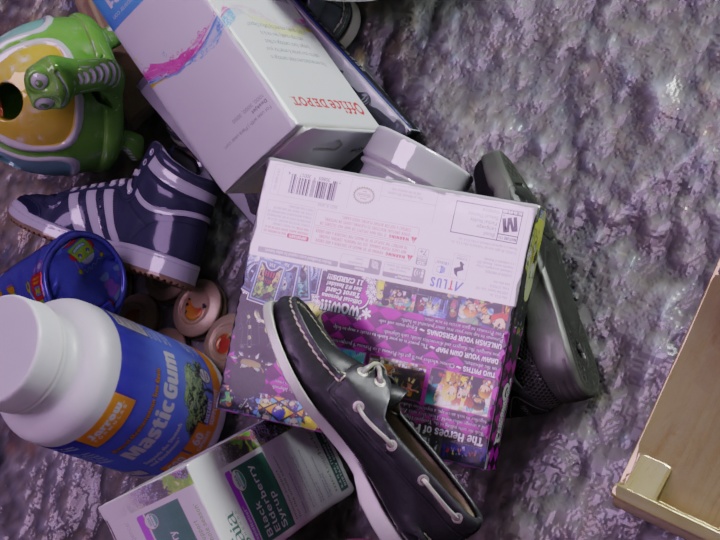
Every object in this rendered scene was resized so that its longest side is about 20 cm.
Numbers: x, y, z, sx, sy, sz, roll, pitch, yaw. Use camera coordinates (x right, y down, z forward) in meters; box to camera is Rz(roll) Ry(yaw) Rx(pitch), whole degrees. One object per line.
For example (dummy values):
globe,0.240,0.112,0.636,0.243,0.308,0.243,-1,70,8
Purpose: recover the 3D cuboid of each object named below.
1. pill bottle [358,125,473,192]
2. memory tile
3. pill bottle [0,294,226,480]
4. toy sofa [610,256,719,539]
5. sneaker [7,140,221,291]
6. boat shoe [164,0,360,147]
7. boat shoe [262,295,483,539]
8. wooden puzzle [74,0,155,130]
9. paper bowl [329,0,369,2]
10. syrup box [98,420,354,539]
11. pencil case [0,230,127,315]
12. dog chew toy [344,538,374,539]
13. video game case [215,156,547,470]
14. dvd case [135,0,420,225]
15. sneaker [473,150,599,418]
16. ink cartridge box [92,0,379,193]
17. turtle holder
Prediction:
pill bottle,0.000,0.000,1.266,0.111,0.111,0.200,29,90,39
memory tile,-0.175,0.057,1.429,0.153,0.017,0.200,-52,51,7
pill bottle,-0.202,0.086,1.298,0.112,0.200,0.112,-13,66,31
toy sofa,0.237,0.075,1.099,0.083,0.098,0.200,24,87,14
sneaker,-0.200,-0.060,1.435,0.200,0.070,0.109,18,88,31
boat shoe,-0.095,-0.174,1.431,0.200,0.062,0.073,-32,57,22
boat shoe,0.007,0.096,1.116,0.060,0.074,0.200,-33,81,15
wooden puzzle,-0.160,-0.241,1.525,0.185,0.037,0.200,-40,50,18
paper bowl,0.008,-0.297,1.359,0.200,0.104,0.201,-8,60,14
syrup box,-0.088,0.159,1.199,0.081,0.200,0.079,-27,88,23
pencil case,-0.262,0.034,1.415,0.200,0.078,0.087,-26,88,52
dog chew toy,-0.008,0.240,1.179,0.200,0.125,0.125,-18,62,20
video game case,0.013,0.027,1.177,0.200,0.036,0.181,10,87,19
dvd case,-0.069,-0.129,1.372,0.150,0.025,0.200,-45,74,17
sneaker,0.089,0.014,1.219,0.114,0.076,0.200,-22,66,20
ink cartridge box,-0.093,-0.156,1.288,0.085,0.145,0.200,-41,75,22
turtle holder,-0.256,-0.138,1.440,0.186,0.132,0.141,-133,39,-55
